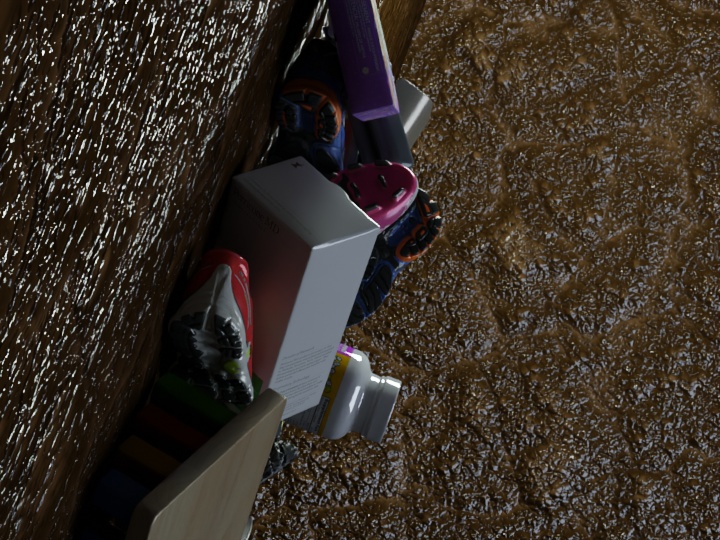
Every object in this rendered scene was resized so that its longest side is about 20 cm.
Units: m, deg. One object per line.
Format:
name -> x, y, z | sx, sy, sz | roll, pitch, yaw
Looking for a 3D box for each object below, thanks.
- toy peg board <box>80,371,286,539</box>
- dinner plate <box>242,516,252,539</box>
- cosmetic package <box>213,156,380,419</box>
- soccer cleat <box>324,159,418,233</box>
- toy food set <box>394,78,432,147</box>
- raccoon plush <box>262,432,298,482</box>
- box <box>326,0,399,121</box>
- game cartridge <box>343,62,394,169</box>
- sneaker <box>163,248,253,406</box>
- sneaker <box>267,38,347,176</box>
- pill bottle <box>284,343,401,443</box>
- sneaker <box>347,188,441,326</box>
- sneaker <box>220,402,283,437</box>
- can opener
toy peg board -> -0.166, 0.194, 1.250 | 0.199, 0.097, 0.202 | -39, 153, -56
dinner plate -> -0.191, 0.322, 1.695 | 0.200, 0.024, 0.200 | -40, -166, 12
cosmetic package -> -0.069, 0.020, 1.367 | 0.084, 0.107, 0.202 | -20, 139, -41
soccer cleat -> -0.035, -0.030, 1.488 | 0.198, 0.070, 0.087 | -28, 144, -9
toy food set -> 0.013, -0.126, 1.728 | 0.144, 0.060, 0.200 | -57, 178, 0
raccoon plush -> -0.166, 0.201, 1.904 | 0.199, 0.135, 0.097 | -32, 175, -30
box -> 0.000, -0.203, 1.412 | 0.200, 0.039, 0.139 | -57, 135, -85
game cartridge -> -0.030, -0.108, 1.613 | 0.133, 0.041, 0.202 | -35, -146, 43
sneaker -> -0.111, 0.047, 1.300 | 0.200, 0.076, 0.086 | 110, -5, -63
sneaker -> -0.039, -0.141, 1.487 | 0.200, 0.074, 0.079 | 111, -4, -68
pill bottle -> -0.058, 0.122, 1.806 | 0.104, 0.198, 0.105 | 20, 90, -89
sneaker -> 0.000, 0.000, 1.628 | 0.200, 0.076, 0.078 | -39, -176, -29
sneaker -> -0.113, 0.060, 1.522 | 0.075, 0.083, 0.202 | 101, -13, -56
can opener -> 0.012, -0.180, 1.556 | 0.052, 0.066, 0.202 | -33, -117, 44
